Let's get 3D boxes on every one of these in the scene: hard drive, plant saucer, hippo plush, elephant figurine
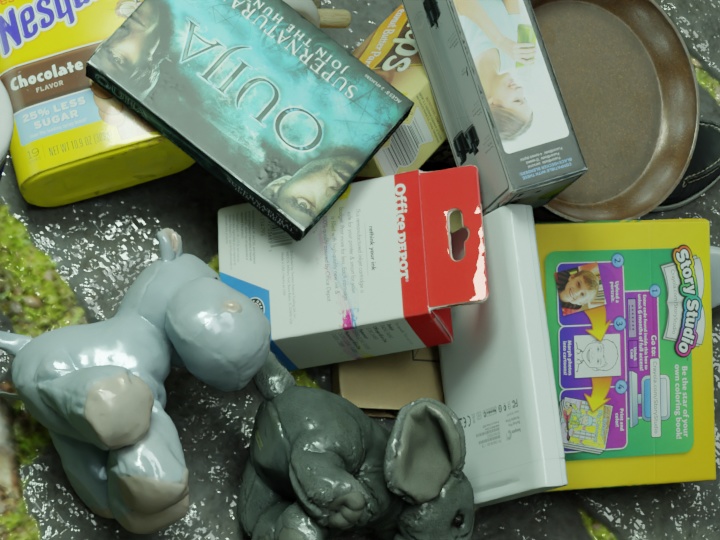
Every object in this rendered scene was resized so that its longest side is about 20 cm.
[{"bbox_3d":[0.097,0.065,1.431,0.027,0.132,0.200,-1,78,-26],"label":"hard drive"},{"bbox_3d":[0.176,-0.133,1.547,0.200,0.034,0.201,3,83,-27],"label":"plant saucer"},{"bbox_3d":[-0.144,0.074,1.364,0.161,0.160,0.200,-39,42,-24],"label":"hippo plush"},{"bbox_3d":[0.021,0.156,1.411,0.200,0.155,0.141,3,21,-29],"label":"elephant figurine"}]

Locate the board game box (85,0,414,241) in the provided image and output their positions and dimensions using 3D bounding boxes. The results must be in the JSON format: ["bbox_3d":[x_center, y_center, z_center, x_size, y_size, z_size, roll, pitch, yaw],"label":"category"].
[{"bbox_3d":[-0.080,-0.131,1.424,0.200,0.028,0.135,38,69,4],"label":"board game box"}]

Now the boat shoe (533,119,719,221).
[{"bbox_3d":[0.230,-0.089,1.622,0.200,0.060,0.074,-12,72,-23],"label":"boat shoe"}]

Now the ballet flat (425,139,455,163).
[{"bbox_3d":[0.105,-0.130,1.599,0.072,0.072,0.200,43,61,5],"label":"ballet flat"}]

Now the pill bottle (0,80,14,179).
[{"bbox_3d":[-0.304,-0.061,1.346,0.111,0.200,0.111,8,63,-15],"label":"pill bottle"}]

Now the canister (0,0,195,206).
[{"bbox_3d":[-0.209,-0.162,1.479,0.148,0.087,0.200,-16,72,-3],"label":"canister"}]

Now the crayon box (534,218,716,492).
[{"bbox_3d":[0.180,0.062,1.491,0.172,0.058,0.200,-1,90,-22],"label":"crayon box"}]

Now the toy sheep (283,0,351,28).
[{"bbox_3d":[-0.092,-0.216,1.539,0.138,0.138,0.200,-19,56,-26],"label":"toy sheep"}]

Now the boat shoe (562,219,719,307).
[{"bbox_3d":[0.203,-0.012,1.574,0.200,0.072,0.068,2,27,-19],"label":"boat shoe"}]

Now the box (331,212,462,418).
[{"bbox_3d":[0.054,0.021,1.531,0.163,0.021,0.200,5,65,-16],"label":"box"}]

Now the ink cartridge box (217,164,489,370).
[{"bbox_3d":[0.000,0.000,1.441,0.200,0.067,0.116,-10,65,14],"label":"ink cartridge box"}]

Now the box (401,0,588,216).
[{"bbox_3d":[0.092,-0.144,1.431,0.060,0.117,0.200,-16,82,-12],"label":"box"}]

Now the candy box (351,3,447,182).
[{"bbox_3d":[0.032,-0.140,1.543,0.200,0.115,0.055,-46,125,-32],"label":"candy box"}]
